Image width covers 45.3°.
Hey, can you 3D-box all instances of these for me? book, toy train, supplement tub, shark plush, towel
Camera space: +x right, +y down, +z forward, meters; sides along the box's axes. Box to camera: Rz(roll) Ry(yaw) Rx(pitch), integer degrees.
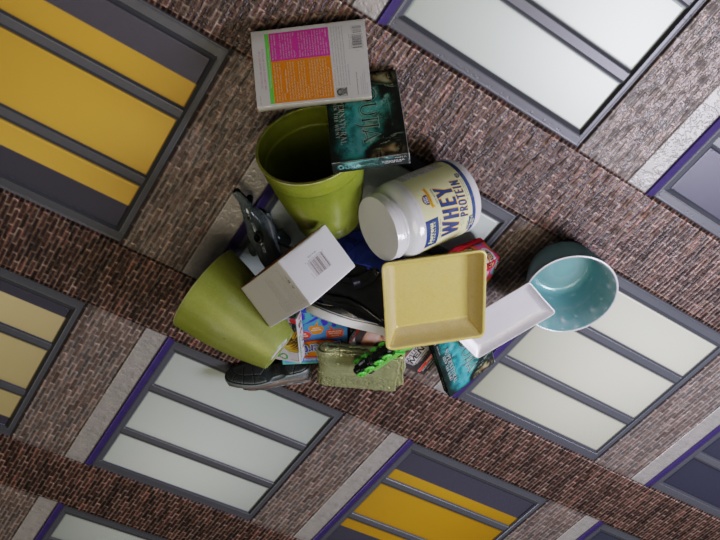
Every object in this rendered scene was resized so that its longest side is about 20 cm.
[{"bbox_3d":[-0.084,-0.353,1.482,0.197,0.048,0.136,-5,92,2],"label":"book"},{"bbox_3d":[0.057,0.169,1.786,0.056,0.042,0.200,5,149,-40],"label":"toy train"},{"bbox_3d":[0.110,-0.111,1.604,0.198,0.145,0.147,-25,135,-28],"label":"supplement tub"},{"bbox_3d":[-0.192,-0.080,1.697,0.089,0.084,0.202,-8,128,3],"label":"shark plush"},{"bbox_3d":[0.001,0.211,1.899,0.197,0.037,0.149,3,140,0],"label":"towel"}]

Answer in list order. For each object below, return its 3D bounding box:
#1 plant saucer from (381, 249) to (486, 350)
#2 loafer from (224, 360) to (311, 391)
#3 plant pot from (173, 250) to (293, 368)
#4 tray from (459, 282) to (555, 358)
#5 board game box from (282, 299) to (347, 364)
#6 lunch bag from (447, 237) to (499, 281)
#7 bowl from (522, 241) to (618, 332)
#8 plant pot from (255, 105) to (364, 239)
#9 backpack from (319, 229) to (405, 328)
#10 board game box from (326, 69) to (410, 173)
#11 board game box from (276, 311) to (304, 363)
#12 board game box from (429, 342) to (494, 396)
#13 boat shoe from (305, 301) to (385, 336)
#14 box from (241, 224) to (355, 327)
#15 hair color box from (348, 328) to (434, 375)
[{"bbox_3d":[0.137,0.047,1.637,0.197,0.049,0.202,-8,123,-6],"label":"plant saucer"},{"bbox_3d":[-0.206,0.246,1.960,0.197,0.072,0.063,-8,134,0],"label":"loafer"},{"bbox_3d":[-0.237,0.096,1.718,0.199,0.187,0.188,38,122,5],"label":"plant pot"},{"bbox_3d":[0.290,0.100,1.773,0.199,0.022,0.107,-34,121,22],"label":"tray"},{"bbox_3d":[-0.102,0.116,1.878,0.150,0.045,0.202,-3,128,-2],"label":"board game box"},{"bbox_3d":[0.179,0.032,1.750,0.082,0.175,0.201,47,124,15],"label":"lunch bag"},{"bbox_3d":[0.426,0.019,1.797,0.197,0.106,0.203,-1,129,-2],"label":"bowl"},{"bbox_3d":[-0.074,-0.162,1.587,0.197,0.202,0.194,-10,139,4],"label":"plant pot"},{"bbox_3d":[0.000,0.000,1.724,0.198,0.168,0.164,14,130,27],"label":"backpack"},{"bbox_3d":[0.010,-0.261,1.496,0.133,0.202,0.028,-8,146,2],"label":"board game box"},{"bbox_3d":[-0.220,0.126,1.849,0.197,0.035,0.128,9,129,14],"label":"board game box"},{"bbox_3d":[0.224,0.177,1.890,0.135,0.028,0.201,-35,139,-11],"label":"board game box"},{"bbox_3d":[-0.014,0.087,1.798,0.197,0.071,0.065,14,87,-1],"label":"boat shoe"},{"bbox_3d":[-0.119,0.013,1.603,0.098,0.124,0.200,52,149,-5],"label":"box"},{"bbox_3d":[0.081,0.148,1.904,0.198,0.062,0.102,23,124,-19],"label":"hair color box"}]
